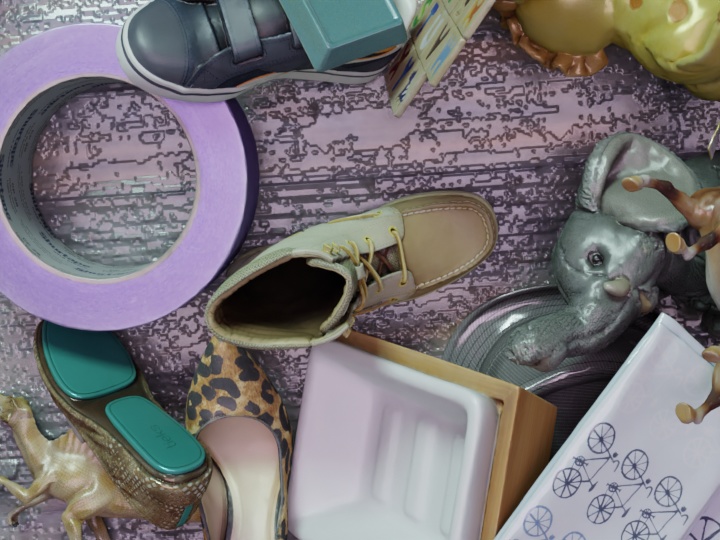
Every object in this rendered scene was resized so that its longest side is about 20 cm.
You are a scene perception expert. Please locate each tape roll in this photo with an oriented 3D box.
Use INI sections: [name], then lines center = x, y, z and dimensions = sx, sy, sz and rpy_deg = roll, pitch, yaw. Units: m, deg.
[tape roll]
center = -0.171, -0.063, 0.852
dimensions = 0.198, 0.085, 0.202
rpy_deg = 0, 95, 2

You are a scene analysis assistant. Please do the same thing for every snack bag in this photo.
[snack bag]
center = 0.193, 0.157, 0.751
dimensions = 0.200, 0.021, 0.189
rpy_deg = 38, 87, -17

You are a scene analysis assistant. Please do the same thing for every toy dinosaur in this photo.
[toy dinosaur]
center = -0.189, 0.162, 0.887
dimensions = 0.199, 0.058, 0.102
rpy_deg = 28, 94, -2

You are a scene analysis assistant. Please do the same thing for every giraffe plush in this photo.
[giraffe plush]
center = 0.173, -0.179, 0.802
dimensions = 0.161, 0.173, 0.201
rpy_deg = 16, 64, 18

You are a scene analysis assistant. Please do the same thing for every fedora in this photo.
[fedora]
center = 0.151, 0.101, 0.860
dimensions = 0.198, 0.090, 0.179
rpy_deg = 11, 96, 0

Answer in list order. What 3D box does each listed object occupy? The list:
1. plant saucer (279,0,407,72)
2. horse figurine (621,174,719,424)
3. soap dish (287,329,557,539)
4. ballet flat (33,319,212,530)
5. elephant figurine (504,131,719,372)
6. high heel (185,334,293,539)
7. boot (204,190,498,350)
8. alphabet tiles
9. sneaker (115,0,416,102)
[plant saucer]
center = -0.041, -0.221, 0.774
dimensions = 0.069, 0.019, 0.201
rpy_deg = -23, 80, -26
[horse figurine]
center = 0.216, 0.010, 0.718
dimensions = 0.050, 0.132, 0.202
rpy_deg = -18, 85, 46
[soap dish]
center = 0.037, 0.131, 0.822
dimensions = 0.081, 0.199, 0.159
rpy_deg = 5, 96, -37
[ballet flat]
center = -0.168, 0.102, 0.841
dimensions = 0.070, 0.200, 0.066
rpy_deg = -10, 127, -34
[elephant figurine]
center = 0.186, -0.019, 0.819
dimensions = 0.198, 0.155, 0.143
rpy_deg = 2, 104, -4
[high heel]
center = -0.078, 0.151, 0.815
dimensions = 0.071, 0.143, 0.202
rpy_deg = -5, 115, -2
[boot]
center = 0.000, 0.000, 0.820
dimensions = 0.198, 0.155, 0.073
rpy_deg = -15, 95, 2
[alphabet tiles]
center = 0.074, -0.191, 0.784
dimensions = 0.006, 0.167, 0.201
rpy_deg = 31, 108, -14
[sneaker]
center = -0.055, -0.161, 0.798
dimensions = 0.198, 0.079, 0.079
rpy_deg = -11, 73, -32
